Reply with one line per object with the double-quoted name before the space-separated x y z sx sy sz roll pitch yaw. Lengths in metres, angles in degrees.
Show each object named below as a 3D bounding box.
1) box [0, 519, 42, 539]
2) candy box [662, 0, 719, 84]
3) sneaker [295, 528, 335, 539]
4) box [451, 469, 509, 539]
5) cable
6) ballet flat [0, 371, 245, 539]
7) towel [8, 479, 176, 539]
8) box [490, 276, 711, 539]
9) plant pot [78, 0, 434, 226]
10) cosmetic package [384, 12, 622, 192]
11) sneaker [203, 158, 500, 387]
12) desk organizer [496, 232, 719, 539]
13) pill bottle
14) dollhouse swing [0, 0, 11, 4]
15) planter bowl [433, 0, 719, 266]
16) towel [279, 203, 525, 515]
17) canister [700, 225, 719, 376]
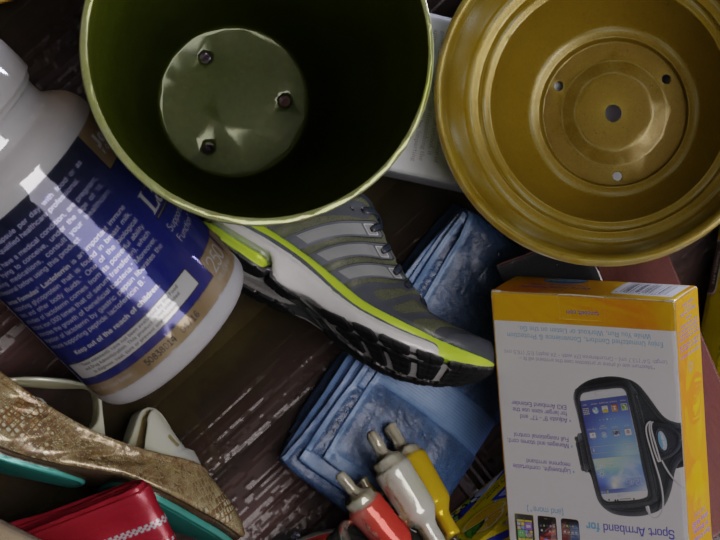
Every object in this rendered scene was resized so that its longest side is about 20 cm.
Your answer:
"box" -0.239 0.162 1.485 0.199 0.095 0.078 27 83 -2
"candy box" 0.213 -0.161 1.647 0.071 0.168 0.200 -38 106 -19
"sneaker" -0.069 0.205 1.596 0.199 0.082 0.077 -19 103 -13
"box" 0.111 0.159 1.680 0.200 0.070 0.064 -39 106 -16
"cable" 0.056 0.185 1.585 0.200 0.050 0.097 47 40 3
"ballet flat" -0.149 0.103 1.570 0.199 0.070 0.066 23 70 -26
"towel" -0.145 0.228 1.565 0.144 0.022 0.201 -21 104 16
"box" 0.143 0.106 1.576 0.041 0.119 0.201 -29 118 -56
"plant pot" -0.066 -0.107 1.498 0.186 0.200 0.188 1 85 -8
"cosmetic package" 0.077 -0.096 1.647 0.199 0.074 0.102 12 89 -25
"sneaker" 0.000 0.000 1.596 0.199 0.074 0.081 31 73 2
"desk organizer" 0.167 0.069 1.625 0.077 0.072 0.201 -25 93 -48
"pill bottle" -0.170 -0.029 1.522 0.200 0.116 0.116 46 76 -20
"dollhouse swing" -0.252 -0.239 1.451 0.199 0.182 0.177 -19 81 -21
"planter bowl" 0.147 -0.098 1.574 0.199 0.083 0.202 -1 83 9
"towel" 0.044 0.066 1.657 0.112 0.048 0.200 39 79 -22
"canister" 0.289 0.040 1.740 0.148 0.086 0.201 12 88 -24
